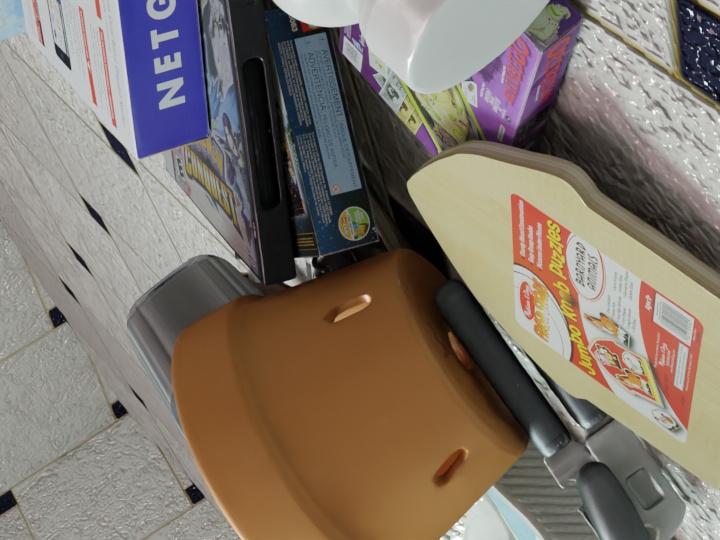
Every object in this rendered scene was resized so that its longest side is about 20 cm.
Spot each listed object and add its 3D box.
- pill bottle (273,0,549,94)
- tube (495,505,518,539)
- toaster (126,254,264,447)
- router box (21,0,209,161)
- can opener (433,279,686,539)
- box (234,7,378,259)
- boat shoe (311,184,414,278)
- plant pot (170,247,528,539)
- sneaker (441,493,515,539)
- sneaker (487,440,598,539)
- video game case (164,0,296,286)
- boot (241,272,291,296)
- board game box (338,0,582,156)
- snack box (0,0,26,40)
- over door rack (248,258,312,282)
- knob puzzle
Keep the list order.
[{"bbox_3d":[-0.016,-0.164,0.635,0.200,0.112,0.113,48,166,17],"label":"pill bottle"},{"bbox_3d":[0.141,0.195,1.202,0.200,0.051,0.059,35,118,61],"label":"tube"},{"bbox_3d":[-0.092,0.077,1.245,0.129,0.113,0.201,45,171,48],"label":"toaster"},{"bbox_3d":[-0.154,-0.193,0.988,0.180,0.048,0.202,45,147,45],"label":"router box"},{"bbox_3d":[0.116,0.081,0.960,0.201,0.052,0.066,55,-178,-2],"label":"can opener"},{"bbox_3d":[-0.051,-0.078,1.027,0.200,0.037,0.138,-179,75,-72],"label":"box"},{"bbox_3d":[0.000,0.000,1.103,0.201,0.065,0.072,54,170,2],"label":"boat shoe"},{"bbox_3d":[0.006,0.082,0.996,0.200,0.139,0.201,50,-162,-22],"label":"plant pot"},{"bbox_3d":[0.079,0.215,1.371,0.073,0.084,0.201,42,161,38],"label":"sneaker"},{"bbox_3d":[0.146,0.173,1.087,0.201,0.074,0.082,55,178,22],"label":"sneaker"},{"bbox_3d":[-0.091,-0.112,1.015,0.200,0.025,0.183,-134,34,-58],"label":"video game case"},{"bbox_3d":[-0.030,0.082,1.377,0.200,0.072,0.166,42,179,-14],"label":"boot"},{"bbox_3d":[0.039,-0.107,0.783,0.120,0.032,0.200,53,168,12],"label":"board game box"},{"bbox_3d":[-0.274,-0.281,1.175,0.169,0.067,0.202,111,139,-74],"label":"snack box"},{"bbox_3d":[-0.011,0.040,1.251,0.148,0.066,0.201,43,164,34],"label":"over door rack"},{"bbox_3d":[0.105,0.002,0.813,0.219,0.030,0.220,39,161,16],"label":"knob puzzle"}]
